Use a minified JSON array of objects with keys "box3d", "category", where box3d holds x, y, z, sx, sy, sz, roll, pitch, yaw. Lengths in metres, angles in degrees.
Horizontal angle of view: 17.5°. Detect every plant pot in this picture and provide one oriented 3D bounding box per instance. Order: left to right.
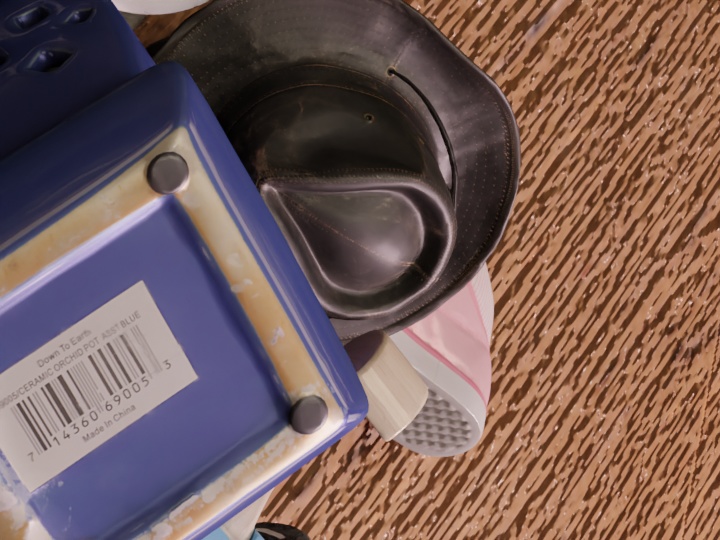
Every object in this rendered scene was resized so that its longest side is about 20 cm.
[{"box3d":[-0.125,0.019,0.929,0.199,0.180,0.201,-34,117,-13],"category":"plant pot"}]

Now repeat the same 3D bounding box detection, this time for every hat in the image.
[{"box3d":[-0.016,-0.030,1.068,0.201,0.200,0.081,56,9,-30],"category":"hat"}]

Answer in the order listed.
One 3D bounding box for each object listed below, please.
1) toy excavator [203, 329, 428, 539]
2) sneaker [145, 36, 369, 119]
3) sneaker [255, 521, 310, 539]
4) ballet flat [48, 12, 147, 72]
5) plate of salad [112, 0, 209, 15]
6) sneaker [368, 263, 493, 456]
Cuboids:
[{"box3d":[-0.072,0.119,1.051,0.100,0.194,0.200,51,28,-14],"category":"toy excavator"},{"box3d":[-0.032,-0.077,1.166,0.199,0.079,0.076,10,80,-46],"category":"sneaker"},{"box3d":[-0.081,0.206,1.105,0.201,0.074,0.079,-59,137,-25],"category":"sneaker"},{"box3d":[-0.120,-0.155,1.079,0.068,0.068,0.201,33,64,-44],"category":"ballet flat"},{"box3d":[-0.104,-0.213,1.028,0.199,0.048,0.202,2,88,-45],"category":"plate of salad"},{"box3d":[0.000,0.000,1.206,0.200,0.075,0.105,44,44,-30],"category":"sneaker"}]
